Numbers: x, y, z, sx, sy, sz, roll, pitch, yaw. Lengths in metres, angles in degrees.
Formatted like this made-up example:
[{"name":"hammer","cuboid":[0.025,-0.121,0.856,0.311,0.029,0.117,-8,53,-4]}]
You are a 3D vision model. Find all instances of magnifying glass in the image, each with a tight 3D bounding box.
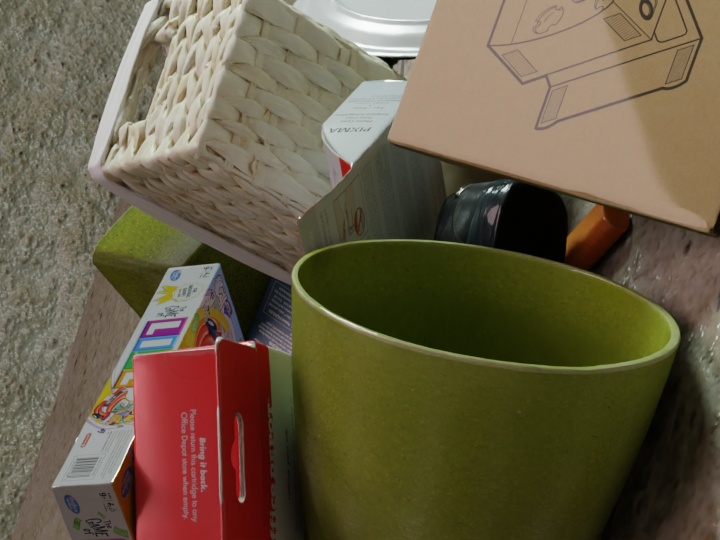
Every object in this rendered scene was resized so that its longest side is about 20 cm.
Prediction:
[{"name":"magnifying glass","cuboid":[0.099,0.023,1.001,0.200,0.022,0.080,-51,27,45]}]

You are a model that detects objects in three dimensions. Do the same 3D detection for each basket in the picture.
[{"name":"basket","cuboid":[-0.051,-0.084,1.087,0.123,0.200,0.136,-6,62,50]}]

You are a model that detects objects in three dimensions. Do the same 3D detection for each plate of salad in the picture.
[{"name":"plate of salad","cuboid":[0.051,-0.178,1.162,0.200,0.200,0.048,-97,1,-60]}]

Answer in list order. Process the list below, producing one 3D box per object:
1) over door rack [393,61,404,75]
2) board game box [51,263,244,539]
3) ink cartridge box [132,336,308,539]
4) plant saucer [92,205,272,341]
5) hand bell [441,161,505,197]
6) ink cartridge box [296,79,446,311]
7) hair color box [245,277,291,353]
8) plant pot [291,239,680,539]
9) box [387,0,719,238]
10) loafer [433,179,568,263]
[{"name":"over door rack","cuboid":[0.016,-0.190,1.389,0.148,0.067,0.200,-76,2,-60]},{"name":"board game box","cuboid":[-0.099,0.105,0.911,0.200,0.034,0.135,-71,-29,-55]},{"name":"ink cartridge box","cuboid":[-0.062,0.102,0.856,0.200,0.067,0.116,30,-124,-71]},{"name":"plant saucer","cuboid":[-0.072,-0.019,1.230,0.048,0.200,0.200,31,73,39]},{"name":"hand bell","cuboid":[0.096,-0.102,0.984,0.200,0.104,0.104,134,154,-67]},{"name":"ink cartridge box","cuboid":[0.000,0.000,0.955,0.200,0.047,0.160,-50,-44,-55]},{"name":"hair color box","cuboid":[-0.041,0.082,1.239,0.060,0.100,0.200,31,101,42]},{"name":"plant pot","cuboid":[0.047,0.107,0.829,0.187,0.187,0.200,-117,33,-70]},{"name":"box","cuboid":[0.123,-0.119,0.870,0.200,0.021,0.164,19,88,35]},{"name":"loafer","cuboid":[0.063,0.046,0.955,0.072,0.073,0.200,6,79,53]}]
